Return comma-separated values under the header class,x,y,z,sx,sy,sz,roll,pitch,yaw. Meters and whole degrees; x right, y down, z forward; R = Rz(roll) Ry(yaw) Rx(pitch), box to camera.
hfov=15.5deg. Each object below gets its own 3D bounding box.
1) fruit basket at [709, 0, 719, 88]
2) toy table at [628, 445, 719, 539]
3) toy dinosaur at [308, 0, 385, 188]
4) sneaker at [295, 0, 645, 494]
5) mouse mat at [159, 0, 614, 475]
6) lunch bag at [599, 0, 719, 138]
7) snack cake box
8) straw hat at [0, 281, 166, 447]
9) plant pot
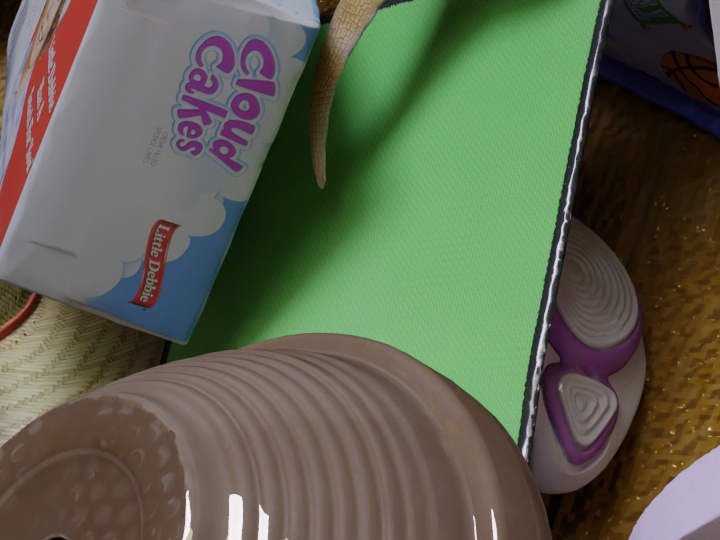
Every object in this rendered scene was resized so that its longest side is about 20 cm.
class,x,y,z,sx,sy,sz,roll,pitch,yaw
fruit basket,0.187,-0.126,0.756,0.185,0.201,0.094,-11,27,-2
toy table,0.132,0.112,0.609,0.183,0.200,0.117,13,60,-7
toy dinosaur,0.028,-0.128,0.806,0.200,0.058,0.101,-43,52,-2
sneaker,0.028,0.002,0.837,0.100,0.075,0.200,-39,42,21
mouse mat,0.000,0.000,0.801,0.161,0.008,0.201,-10,59,41
lunch bag,0.096,-0.162,0.907,0.200,0.124,0.170,30,68,33
snack cake box,-0.069,-0.078,0.862,0.200,0.067,0.115,-101,34,-63
straw hat,-0.158,-0.003,0.868,0.200,0.085,0.201,-8,33,6
plant pot,-0.054,0.098,0.710,0.200,0.093,0.201,-23,50,31
